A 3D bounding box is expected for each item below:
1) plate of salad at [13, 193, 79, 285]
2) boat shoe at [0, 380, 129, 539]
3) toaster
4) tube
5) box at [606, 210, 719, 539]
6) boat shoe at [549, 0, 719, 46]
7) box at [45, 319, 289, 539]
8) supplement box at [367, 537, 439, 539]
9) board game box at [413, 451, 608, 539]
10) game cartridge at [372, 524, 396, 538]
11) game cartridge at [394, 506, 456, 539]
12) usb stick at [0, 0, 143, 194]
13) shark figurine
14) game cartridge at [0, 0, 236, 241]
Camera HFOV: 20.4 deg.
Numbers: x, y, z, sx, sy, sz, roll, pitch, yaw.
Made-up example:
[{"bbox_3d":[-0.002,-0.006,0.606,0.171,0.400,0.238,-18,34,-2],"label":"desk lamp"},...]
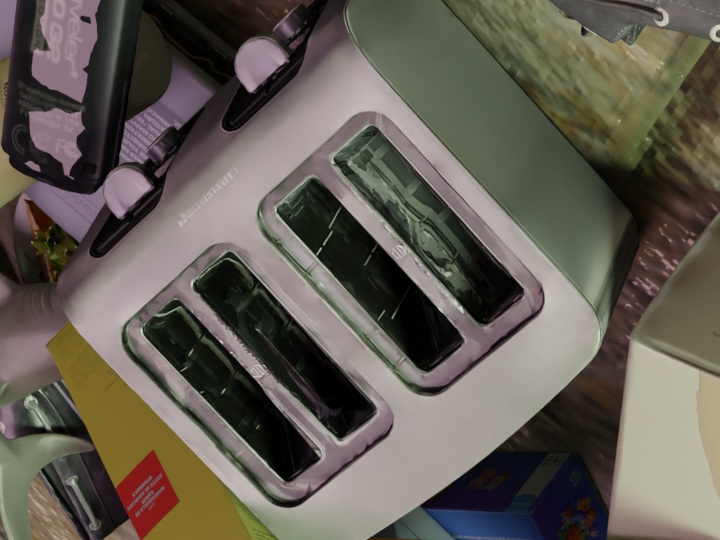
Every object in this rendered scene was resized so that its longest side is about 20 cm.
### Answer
[{"bbox_3d":[-0.115,0.034,1.062,0.199,0.048,0.201,25,138,24],"label":"plate of salad"},{"bbox_3d":[-0.187,0.072,1.112,0.072,0.068,0.201,25,152,54],"label":"boat shoe"},{"bbox_3d":[0.000,0.000,0.815,0.181,0.119,0.200,-39,99,26],"label":"toaster"},{"bbox_3d":[-0.165,-0.062,0.916,0.052,0.058,0.199,41,139,-24],"label":"tube"},{"bbox_3d":[0.154,0.084,0.821,0.077,0.095,0.201,22,139,23],"label":"box"},{"bbox_3d":[0.101,-0.110,0.715,0.199,0.070,0.067,11,131,27],"label":"boat shoe"},{"bbox_3d":[-0.066,0.094,0.860,0.075,0.050,0.200,33,-161,-49],"label":"box"},{"bbox_3d":[0.068,0.156,0.831,0.199,0.069,0.067,-3,125,41],"label":"supplement box"},{"bbox_3d":[0.050,0.159,1.027,0.199,0.045,0.135,-4,122,45],"label":"board game box"},{"bbox_3d":[-0.042,0.159,0.993,0.132,0.041,0.201,26,138,18],"label":"game cartridge"},{"bbox_3d":[-0.008,0.178,1.033,0.133,0.040,0.200,45,143,6],"label":"game cartridge"},{"bbox_3d":[-0.109,-0.124,0.790,0.055,0.033,0.201,21,122,12],"label":"usb stick"},{"bbox_3d":[-0.181,0.072,0.992,0.127,0.090,0.215,19,143,-13],"label":"shark figurine"},{"bbox_3d":[-0.106,-0.064,0.941,0.200,0.040,0.134,40,129,7],"label":"game cartridge"}]
